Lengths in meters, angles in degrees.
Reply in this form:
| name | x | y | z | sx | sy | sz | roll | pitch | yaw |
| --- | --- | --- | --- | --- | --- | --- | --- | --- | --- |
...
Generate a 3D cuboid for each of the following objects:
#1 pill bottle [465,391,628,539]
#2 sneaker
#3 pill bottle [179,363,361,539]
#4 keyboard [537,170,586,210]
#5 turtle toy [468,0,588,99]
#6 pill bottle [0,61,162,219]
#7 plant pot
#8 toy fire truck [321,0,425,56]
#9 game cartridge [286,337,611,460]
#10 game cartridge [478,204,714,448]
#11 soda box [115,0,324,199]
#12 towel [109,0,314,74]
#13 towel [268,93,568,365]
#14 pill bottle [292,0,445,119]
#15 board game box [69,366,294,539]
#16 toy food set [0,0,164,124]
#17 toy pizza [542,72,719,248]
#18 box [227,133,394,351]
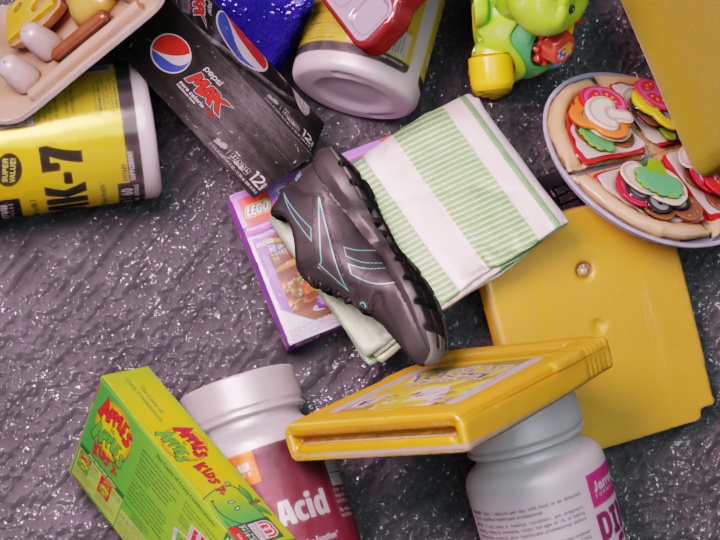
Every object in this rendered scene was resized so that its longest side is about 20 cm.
| name | x | y | z | sx | sy | sz | roll | pitch | yaw |
| --- | --- | --- | --- | --- | --- | --- | --- | --- | --- |
| pill bottle | 0.148 | 0.196 | 1.292 | 0.113 | 0.113 | 0.201 | -18 | 96 | -10 |
| sneaker | 0.000 | 0.000 | 1.298 | 0.079 | 0.075 | 0.200 | -35 | 66 | 9 |
| pill bottle | -0.068 | 0.182 | 1.293 | 0.114 | 0.114 | 0.201 | -17 | 80 | -10 |
| keyboard | 0.217 | -0.038 | 1.425 | 0.199 | 0.021 | 0.127 | -20 | 80 | -10 |
| turtle toy | 0.135 | -0.221 | 1.368 | 0.101 | 0.200 | 0.146 | -6 | 93 | 4 |
| pill bottle | -0.267 | -0.102 | 1.335 | 0.199 | 0.114 | 0.115 | -9 | 78 | -8 |
| plant pot | 0.363 | -0.217 | 1.366 | 0.200 | 0.176 | 0.201 | -14 | 77 | -38 |
| toy fire truck | 0.011 | -0.289 | 1.307 | 0.168 | 0.112 | 0.200 | -44 | 60 | 14 |
| game cartridge | 0.070 | 0.093 | 1.245 | 0.200 | 0.176 | 0.033 | -24 | 101 | -47 |
| game cartridge | 0.194 | 0.047 | 1.378 | 0.176 | 0.032 | 0.201 | -14 | 92 | -14 |
| soda box | -0.121 | -0.159 | 1.326 | 0.071 | 0.063 | 0.200 | -34 | 109 | 24 |
| towel | -0.151 | -0.216 | 1.363 | 0.200 | 0.148 | 0.050 | 28 | 36 | -3 |
| towel | 0.048 | -0.037 | 1.340 | 0.200 | 0.023 | 0.153 | -35 | 75 | -1 |
| pill bottle | 0.019 | -0.240 | 1.401 | 0.111 | 0.111 | 0.201 | 16 | 76 | -3 |
| board game box | -0.140 | 0.177 | 1.250 | 0.048 | 0.102 | 0.200 | -9 | 43 | -44 |
| toy food set | -0.230 | -0.219 | 1.266 | 0.200 | 0.060 | 0.144 | -34 | 43 | 22 |
| toy pizza | 0.249 | -0.102 | 1.389 | 0.199 | 0.032 | 0.201 | 13 | 47 | -15 |
| box | 0.005 | -0.032 | 1.389 | 0.199 | 0.039 | 0.137 | -21 | 81 | -10 |
